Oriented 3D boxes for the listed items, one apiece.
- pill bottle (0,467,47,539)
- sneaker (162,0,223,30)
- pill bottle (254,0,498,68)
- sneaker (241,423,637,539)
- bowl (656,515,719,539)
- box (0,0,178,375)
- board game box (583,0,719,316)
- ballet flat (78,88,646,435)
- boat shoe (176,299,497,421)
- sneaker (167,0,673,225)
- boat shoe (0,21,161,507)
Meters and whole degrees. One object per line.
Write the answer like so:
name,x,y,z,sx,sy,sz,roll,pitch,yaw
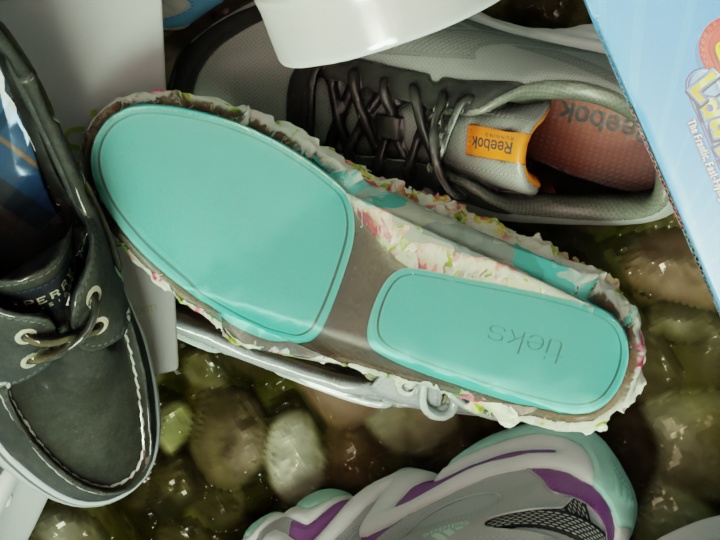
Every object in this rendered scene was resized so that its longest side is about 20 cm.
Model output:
pill bottle,-0.214,0.047,0.937,0.199,0.106,0.107,24,113,4
sneaker,-0.112,-0.167,0.855,0.200,0.077,0.081,42,114,-1
pill bottle,-0.019,-0.170,0.766,0.110,0.111,0.201,-15,105,18
sneaker,-0.005,0.129,0.888,0.200,0.140,0.078,-32,98,30
bowl,0.133,0.148,0.877,0.200,0.094,0.201,-17,141,-14
box,-0.132,-0.050,0.805,0.144,0.036,0.201,-13,112,-27
board game box,0.142,-0.029,0.774,0.056,0.200,0.197,-20,104,18
ballet flat,0.000,0.000,0.829,0.199,0.064,0.076,26,95,-3
boat shoe,-0.011,0.011,0.897,0.201,0.065,0.075,19,112,6
sneaker,0.028,-0.056,0.858,0.199,0.079,0.074,6,109,13
boat shoe,-0.109,-0.002,0.781,0.068,0.057,0.201,-32,121,-18
